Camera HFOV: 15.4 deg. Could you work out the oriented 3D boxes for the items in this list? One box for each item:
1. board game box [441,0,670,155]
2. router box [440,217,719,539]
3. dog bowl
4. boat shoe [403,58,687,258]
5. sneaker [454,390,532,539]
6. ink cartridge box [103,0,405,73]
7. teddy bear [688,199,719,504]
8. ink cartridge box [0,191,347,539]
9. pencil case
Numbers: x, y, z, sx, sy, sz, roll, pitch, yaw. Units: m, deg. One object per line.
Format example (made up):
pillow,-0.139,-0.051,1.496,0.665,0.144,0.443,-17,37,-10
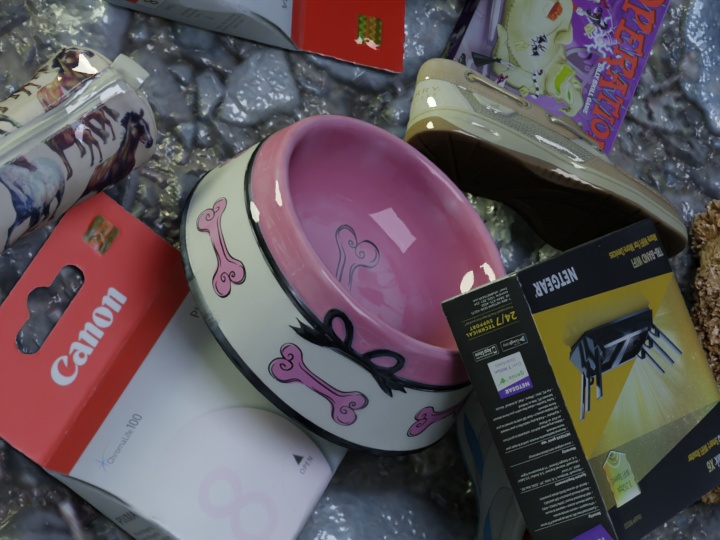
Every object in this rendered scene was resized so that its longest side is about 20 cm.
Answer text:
board game box,0.117,-0.136,1.664,0.120,0.032,0.201,34,59,-18
router box,0.134,0.065,1.485,0.200,0.052,0.158,-21,90,-61
dog bowl,0.000,0.000,1.480,0.199,0.074,0.201,29,37,-25
boat shoe,0.114,-0.064,1.579,0.199,0.072,0.065,24,55,-25
sneaker,0.102,0.120,1.530,0.076,0.081,0.201,7,68,-24
ink cartridge box,-0.052,-0.216,1.590,0.199,0.050,0.163,11,67,-21
teddy bear,0.235,0.044,1.636,0.145,0.067,0.200,43,57,-5
ink cartridge box,-0.102,0.063,1.463,0.200,0.057,0.163,40,59,-15
pencil case,-0.199,-0.047,1.427,0.200,0.089,0.078,-37,91,-34
